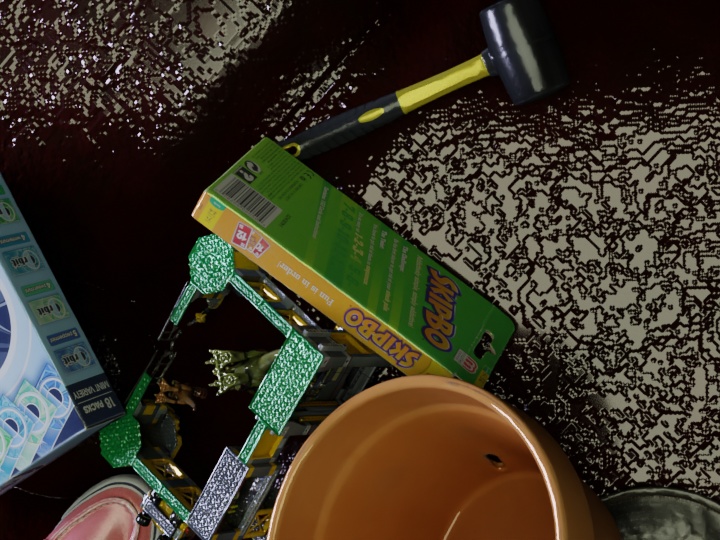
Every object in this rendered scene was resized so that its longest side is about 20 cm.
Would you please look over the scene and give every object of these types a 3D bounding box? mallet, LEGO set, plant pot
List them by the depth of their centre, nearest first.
[{"bbox_3d":[0.064,0.171,0.910,0.199,0.140,0.202,-13,69,35],"label":"plant pot"},{"bbox_3d":[0.036,-0.099,0.987,0.199,0.041,0.066,-30,90,17],"label":"mallet"},{"bbox_3d":[-0.060,0.078,0.996,0.153,0.116,0.201,31,105,33],"label":"LEGO set"}]

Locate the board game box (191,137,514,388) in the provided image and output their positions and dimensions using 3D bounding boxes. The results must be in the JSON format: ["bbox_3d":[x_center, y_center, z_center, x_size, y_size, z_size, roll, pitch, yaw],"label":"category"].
[{"bbox_3d":[0.000,0.000,0.961,0.199,0.096,0.030,34,121,3],"label":"board game box"}]

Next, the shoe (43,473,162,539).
[{"bbox_3d":[-0.206,0.222,1.027,0.071,0.091,0.200,41,101,6],"label":"shoe"}]

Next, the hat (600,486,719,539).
[{"bbox_3d":[0.179,0.238,0.956,0.199,0.081,0.202,1,94,10],"label":"hat"}]

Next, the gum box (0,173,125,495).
[{"bbox_3d":[-0.263,0.045,1.019,0.169,0.044,0.201,-32,84,30],"label":"gum box"}]
